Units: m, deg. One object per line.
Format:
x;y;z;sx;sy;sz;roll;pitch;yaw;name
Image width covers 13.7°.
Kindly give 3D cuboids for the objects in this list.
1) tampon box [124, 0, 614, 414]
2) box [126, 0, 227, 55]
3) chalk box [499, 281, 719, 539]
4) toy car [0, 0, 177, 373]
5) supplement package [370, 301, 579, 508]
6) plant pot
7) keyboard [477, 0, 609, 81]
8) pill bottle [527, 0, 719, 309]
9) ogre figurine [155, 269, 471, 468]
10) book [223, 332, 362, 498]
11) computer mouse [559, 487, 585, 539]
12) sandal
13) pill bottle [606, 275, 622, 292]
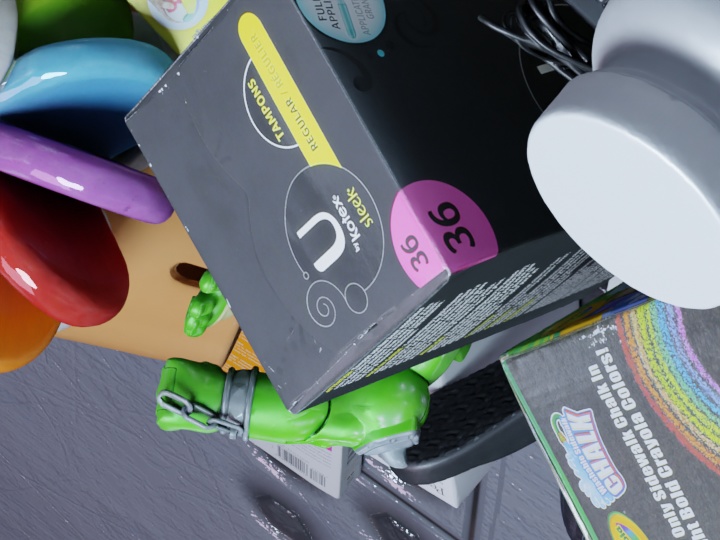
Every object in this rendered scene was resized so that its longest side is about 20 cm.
0.034;-0.055;1.255;0.126;0.199;0.150;-42;74;44;tampon box
-0.042;-0.140;1.413;0.200;0.117;0.048;48;-170;-7;box
0.153;0.052;1.208;0.200;0.124;0.125;-23;94;52;chalk box
-0.154;-0.045;1.415;0.175;0.201;0.150;19;-169;-48;toy car
0.031;0.003;1.528;0.121;0.120;0.200;29;153;25;supplement package
-0.109;-0.037;1.617;0.139;0.201;0.200;24;155;-1;plant pot
0.127;-0.090;1.178;0.200;0.104;0.040;38;-157;-31;keyboard
0.157;-0.087;1.096;0.116;0.200;0.117;34;155;18;pill bottle
0.000;0.000;1.361;0.119;0.201;0.098;26;148;4;ogre figurine
-0.057;0.057;1.842;0.133;0.048;0.200;34;155;14;book
0.182;0.165;1.442;0.199;0.046;0.141;26;131;33;computer mouse
0.107;0.058;1.449;0.075;0.199;0.045;-106;-10;-61;sandal
0.212;0.031;1.313;0.199;0.110;0.110;21;148;40;pill bottle
